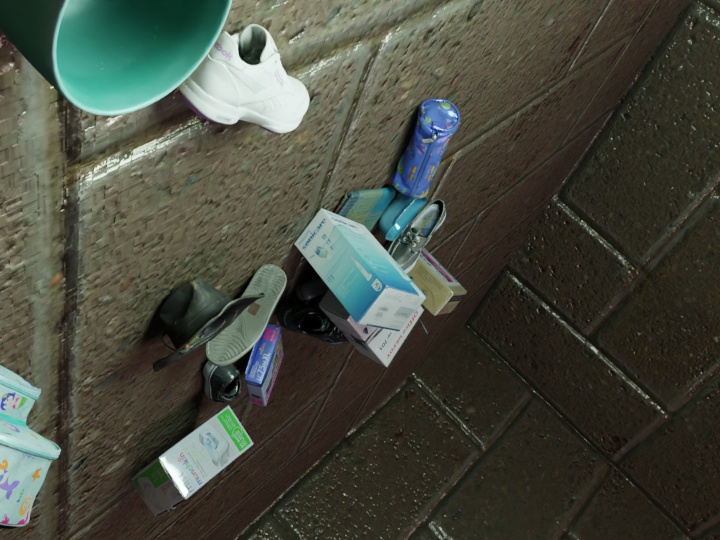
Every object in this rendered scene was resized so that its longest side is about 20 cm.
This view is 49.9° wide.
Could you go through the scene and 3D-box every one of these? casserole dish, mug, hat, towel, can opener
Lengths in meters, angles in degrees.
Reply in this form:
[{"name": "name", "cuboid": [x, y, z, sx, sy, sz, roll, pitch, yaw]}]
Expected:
[{"name": "casserole dish", "cuboid": [0.085, -0.121, 1.613, 0.122, 0.039, 0.200, -50, 172, 7]}, {"name": "mug", "cuboid": [-0.168, -0.210, 0.537, 0.184, 0.114, 0.153, -36, 161, -39]}, {"name": "hat", "cuboid": [-0.232, 0.058, 1.107, 0.199, 0.082, 0.201, -35, 177, -2]}, {"name": "towel", "cuboid": [-0.013, -0.097, 1.465, 0.148, 0.022, 0.199, -54, 163, 22]}, {"name": "can opener", "cuboid": [-0.041, -0.004, 1.534, 0.197, 0.068, 0.053, -21, -175, -28]}]

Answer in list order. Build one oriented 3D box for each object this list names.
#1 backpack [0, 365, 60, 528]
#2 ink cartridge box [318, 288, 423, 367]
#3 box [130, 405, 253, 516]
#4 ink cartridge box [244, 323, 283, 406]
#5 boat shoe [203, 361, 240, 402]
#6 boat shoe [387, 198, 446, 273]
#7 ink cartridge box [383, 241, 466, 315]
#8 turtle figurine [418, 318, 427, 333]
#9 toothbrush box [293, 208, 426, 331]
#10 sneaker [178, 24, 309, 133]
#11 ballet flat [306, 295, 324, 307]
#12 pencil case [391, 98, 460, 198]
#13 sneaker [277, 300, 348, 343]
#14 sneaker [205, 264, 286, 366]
[{"name": "backpack", "cuboid": [-0.376, 0.151, 0.702, 0.178, 0.196, 0.153, 84, 31, -70]}, {"name": "ink cartridge box", "cuboid": [0.025, 0.071, 1.509, 0.148, 0.085, 0.201, -55, 140, -14]}, {"name": "box", "cuboid": [-0.329, 0.375, 1.508, 0.175, 0.098, 0.200, -34, 177, -39]}, {"name": "ink cartridge box", "cuboid": [-0.191, 0.186, 1.545, 0.201, 0.041, 0.122, 93, 14, -65]}, {"name": "boat shoe", "cuboid": [-0.255, 0.217, 1.463, 0.068, 0.057, 0.201, -42, 164, -20]}, {"name": "boat shoe", "cuboid": [0.116, -0.074, 1.659, 0.201, 0.068, 0.057, -53, 171, -15]}, {"name": "ink cartridge box", "cuboid": [0.149, 0.010, 1.844, 0.075, 0.200, 0.164, -48, 166, 14]}, {"name": "turtle figurine", "cuboid": [0.065, 0.104, 1.908, 0.192, 0.141, 0.205, 16, 75, -54]}, {"name": "toothbrush box", "cuboid": [0.000, 0.000, 1.335, 0.086, 0.201, 0.145, -48, 151, 16]}, {"name": "sneaker", "cuboid": [-0.101, -0.203, 0.823, 0.100, 0.075, 0.199, -52, 165, 23]}, {"name": "ballet flat", "cuboid": [-0.049, 0.030, 1.613, 0.201, 0.073, 0.073, -52, 166, -8]}, {"name": "pencil case", "cuboid": [0.116, -0.216, 1.406, 0.202, 0.076, 0.088, 113, -4, -51]}, {"name": "sneaker", "cuboid": [-0.069, 0.111, 1.533, 0.196, 0.079, 0.077, 10, 96, -33]}, {"name": "sneaker", "cuboid": [-0.188, 0.094, 1.281, 0.201, 0.074, 0.107, -55, 174, -34]}]
